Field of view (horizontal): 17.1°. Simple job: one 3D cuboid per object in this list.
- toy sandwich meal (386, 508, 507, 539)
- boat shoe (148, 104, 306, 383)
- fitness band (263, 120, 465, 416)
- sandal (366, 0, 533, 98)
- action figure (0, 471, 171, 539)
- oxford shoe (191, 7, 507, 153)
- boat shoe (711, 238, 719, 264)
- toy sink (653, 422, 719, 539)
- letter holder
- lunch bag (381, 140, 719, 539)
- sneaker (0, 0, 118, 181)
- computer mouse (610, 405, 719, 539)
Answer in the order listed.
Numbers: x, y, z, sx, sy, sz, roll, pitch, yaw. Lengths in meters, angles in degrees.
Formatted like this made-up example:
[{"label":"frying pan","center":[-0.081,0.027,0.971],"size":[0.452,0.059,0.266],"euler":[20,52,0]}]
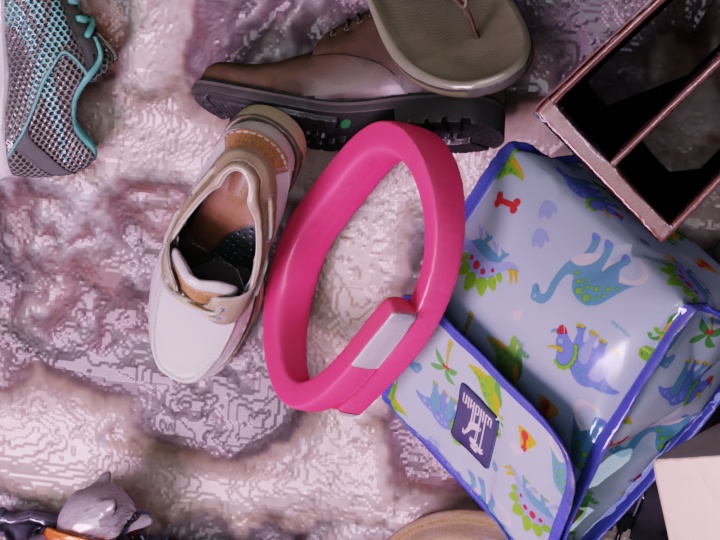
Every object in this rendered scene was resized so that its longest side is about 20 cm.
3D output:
[{"label":"toy sandwich meal","center":[0.088,0.240,1.488],"size":[0.204,0.070,0.207],"euler":[7,104,30]},{"label":"boat shoe","center":[-0.093,-0.006,1.465],"size":[0.074,0.068,0.201],"euler":[23,124,6]},{"label":"fitness band","center":[0.000,0.000,1.430],"size":[0.037,0.144,0.200],"euler":[12,141,-27]},{"label":"sandal","center":[0.031,-0.186,1.419],"size":[0.079,0.057,0.202],"euler":[-29,70,-4]},{"label":"action figure","center":[-0.151,0.225,1.520],"size":[0.198,0.105,0.195],"euler":[4,108,12]},{"label":"oxford shoe","center":[-0.006,-0.120,1.470],"size":[0.198,0.073,0.085],"euler":[2,75,12]},{"label":"boat shoe","center":[0.271,-0.078,1.422],"size":[0.066,0.070,0.201],"euler":[31,105,24]},{"label":"toy sink","center":[0.274,0.142,1.413],"size":[0.112,0.199,0.131],"euler":[-7,99,41]},{"label":"letter holder","center":[0.191,-0.111,1.359],"size":[0.101,0.200,0.142],"euler":[46,102,1]},{"label":"lunch bag","center":[0.113,0.052,1.414],"size":[0.170,0.127,0.201],"euler":[46,115,32]},{"label":"sneaker","center":[-0.196,-0.151,1.500],"size":[0.090,0.078,0.202],"euler":[4,102,-6]},{"label":"computer mouse","center":[0.199,0.138,1.470],"size":[0.140,0.046,0.201],"euler":[28,102,7]}]
